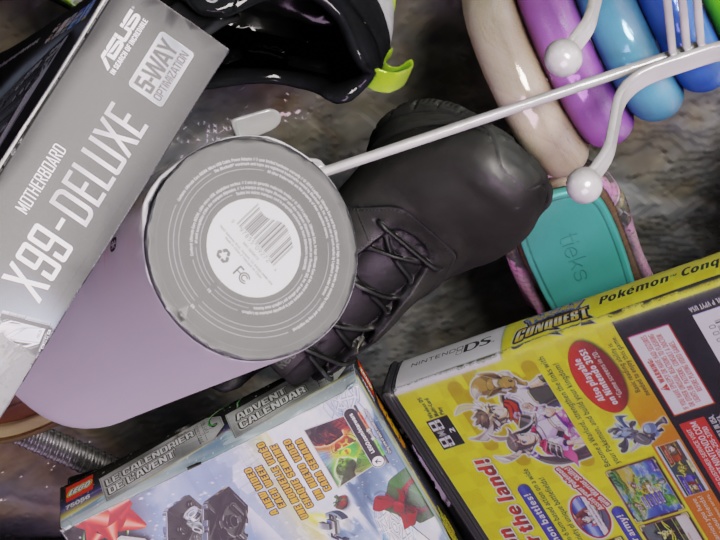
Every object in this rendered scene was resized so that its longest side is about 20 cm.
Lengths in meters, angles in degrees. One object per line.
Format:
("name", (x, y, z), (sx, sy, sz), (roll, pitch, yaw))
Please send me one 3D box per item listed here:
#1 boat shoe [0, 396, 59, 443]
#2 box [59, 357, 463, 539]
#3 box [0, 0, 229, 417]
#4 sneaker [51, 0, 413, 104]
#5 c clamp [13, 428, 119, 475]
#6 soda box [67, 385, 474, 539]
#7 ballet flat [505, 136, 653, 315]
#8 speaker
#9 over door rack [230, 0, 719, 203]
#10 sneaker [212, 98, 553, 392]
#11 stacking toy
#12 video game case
("boat shoe", (-0.166, 0.031, 1.236), (0.200, 0.072, 0.068), (-21, 131, 19))
("box", (-0.018, 0.144, 1.230), (0.137, 0.040, 0.200), (-26, 116, 6))
("box", (-0.133, -0.016, 1.075), (0.050, 0.158, 0.200), (34, 166, -13))
("sneaker", (-0.073, -0.113, 1.102), (0.200, 0.083, 0.072), (13, 130, -14))
("c clamp", (-0.127, 0.106, 1.312), (0.200, 0.027, 0.171), (20, 103, -16))
("soda box", (-0.023, 0.101, 1.274), (0.200, 0.071, 0.063), (-16, 112, -2))
("ballet flat", (0.103, 0.024, 1.236), (0.069, 0.071, 0.200), (-17, 121, 9))
("speaker", (-0.075, 0.008, 1.096), (0.081, 0.081, 0.200), (20, 163, -18))
("over door rack", (0.040, -0.088, 1.025), (0.200, 0.067, 0.148), (-10, 138, 4))
("sneaker", (0.000, 0.000, 1.161), (0.076, 0.091, 0.200), (39, 144, -17))
("stacking toy", (0.143, -0.112, 1.119), (0.200, 0.085, 0.085), (-25, 128, 13))
("video game case", (0.134, 0.091, 1.207), (0.181, 0.026, 0.200), (-20, 118, 25))
